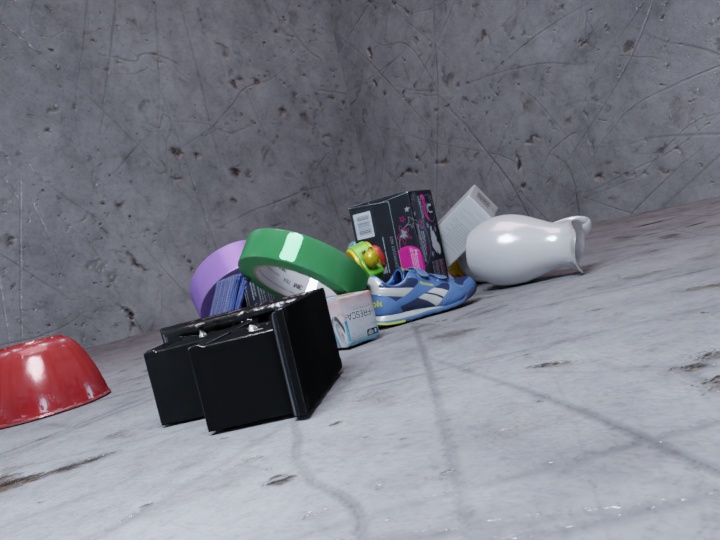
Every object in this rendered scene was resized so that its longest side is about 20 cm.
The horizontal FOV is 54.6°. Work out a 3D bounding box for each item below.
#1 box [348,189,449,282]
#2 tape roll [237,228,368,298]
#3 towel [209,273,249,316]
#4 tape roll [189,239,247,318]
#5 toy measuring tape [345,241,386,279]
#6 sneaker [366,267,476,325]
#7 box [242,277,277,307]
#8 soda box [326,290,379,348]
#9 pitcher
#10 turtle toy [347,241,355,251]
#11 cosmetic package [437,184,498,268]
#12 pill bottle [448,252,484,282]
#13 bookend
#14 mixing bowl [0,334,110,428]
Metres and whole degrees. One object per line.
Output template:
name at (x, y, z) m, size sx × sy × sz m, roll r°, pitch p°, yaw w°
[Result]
box at (0.074, -0.032, 1.273) m, size 0.130 × 0.204 × 0.114 m, roll -12°, pitch 0°, yaw 29°
tape roll at (-0.088, 0.006, 1.065) m, size 0.197 × 0.049 × 0.201 m, roll 18°, pitch -20°, yaw 7°
towel at (-0.229, 0.083, 1.165) m, size 0.023 × 0.148 × 0.199 m, roll 14°, pitch -8°, yaw -20°
tape roll at (-0.234, 0.036, 1.383) m, size 0.197 × 0.066 × 0.202 m, roll -23°, pitch -37°, yaw -18°
toy measuring tape at (0.000, 0.000, 1.175) m, size 0.072 × 0.075 × 0.200 m, roll -14°, pitch -15°, yaw -13°
sneaker at (0.097, 0.029, 1.103) m, size 0.197 × 0.084 × 0.074 m, roll -13°, pitch -1°, yaw -24°
box at (-0.135, 0.047, 1.275) m, size 0.197 × 0.106 × 0.147 m, roll -14°, pitch 1°, yaw -26°
soda box at (-0.063, 0.077, 1.019) m, size 0.063 × 0.070 × 0.198 m, roll -14°, pitch 1°, yaw -40°
pitcher at (0.299, -0.048, 1.225) m, size 0.197 × 0.123 × 0.171 m, roll -5°, pitch 20°, yaw 32°
turtle toy at (0.032, -0.031, 1.491) m, size 0.143 × 0.103 × 0.200 m, roll -13°, pitch -1°, yaw 4°
cosmetic package at (0.171, -0.062, 1.349) m, size 0.200 × 0.071 × 0.102 m, roll -46°, pitch 2°, yaw 25°
pill bottle at (0.242, -0.029, 1.454) m, size 0.102 × 0.106 × 0.200 m, roll -13°, pitch 2°, yaw -6°
bookend at (-0.134, 0.092, 0.685) m, size 0.196 × 0.094 × 0.199 m, roll -14°, pitch 2°, yaw 8°
mixing bowl at (-0.501, 0.164, 1.082) m, size 0.196 × 0.111 × 0.200 m, roll -13°, pitch 3°, yaw 1°
